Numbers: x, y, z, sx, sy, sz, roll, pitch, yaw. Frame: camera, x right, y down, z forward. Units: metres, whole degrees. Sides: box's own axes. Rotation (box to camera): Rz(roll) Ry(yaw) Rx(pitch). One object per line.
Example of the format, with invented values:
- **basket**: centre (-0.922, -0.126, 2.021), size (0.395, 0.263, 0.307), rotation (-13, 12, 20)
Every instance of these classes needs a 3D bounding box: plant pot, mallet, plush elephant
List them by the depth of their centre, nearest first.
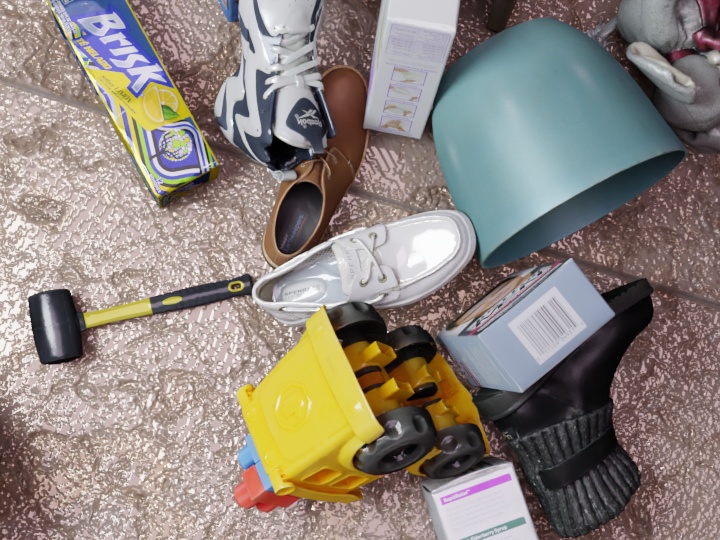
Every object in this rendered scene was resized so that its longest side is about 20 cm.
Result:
- **plant pot**: centre (0.155, -0.119, 1.078), size (0.200, 0.201, 0.161), rotation (-27, 79, -7)
- **mallet**: centre (-0.198, 0.024, 1.108), size (0.200, 0.041, 0.066), rotation (-20, 86, -12)
- **plush elephant**: centre (0.302, -0.197, 1.110), size (0.200, 0.165, 0.155), rotation (-35, 65, 16)

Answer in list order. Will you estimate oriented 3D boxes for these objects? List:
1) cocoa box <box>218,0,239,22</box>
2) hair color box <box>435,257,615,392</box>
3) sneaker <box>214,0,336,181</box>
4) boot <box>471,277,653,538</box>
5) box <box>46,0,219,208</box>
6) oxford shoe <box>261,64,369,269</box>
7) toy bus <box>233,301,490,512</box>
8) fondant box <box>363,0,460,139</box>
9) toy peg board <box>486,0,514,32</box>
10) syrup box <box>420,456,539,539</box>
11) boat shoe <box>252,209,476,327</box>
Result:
- **cocoa box**: centre (-0.054, -0.330, 1.098), size (0.200, 0.131, 0.133), rotation (-24, 88, -7)
- **hair color box**: centre (0.134, 0.048, 1.053), size (0.099, 0.200, 0.061), rotation (-39, 91, -7)
- **sneaker**: centre (-0.055, -0.163, 1.044), size (0.079, 0.199, 0.130), rotation (-3, 44, -40)
- **boot**: centre (0.216, 0.121, 1.117), size (0.211, 0.079, 0.158), rotation (-38, 95, -14)
- **box**: centre (-0.201, -0.160, 1.101), size (0.064, 0.070, 0.200), rotation (-30, 89, -9)
- **oxford shoe**: centre (-0.035, -0.095, 1.114), size (0.071, 0.071, 0.200), rotation (17, 83, -3)
- **toy bus**: centre (-0.013, 0.142, 1.062), size (0.192, 0.200, 0.136), rotation (-41, 57, 20)
- **fondant box**: centre (0.046, -0.220, 1.051), size (0.058, 0.200, 0.144), rotation (8, 71, -2)
- **toy peg board**: centre (0.129, -0.343, 1.088), size (0.098, 0.200, 0.199), rotation (23, 84, 3)
- **syrup box**: centre (0.124, 0.272, 1.097), size (0.081, 0.079, 0.200), rotation (-18, 87, -7)
- **boat shoe**: centre (0.000, 0.000, 1.050), size (0.200, 0.069, 0.071), rotation (-23, 73, 20)
